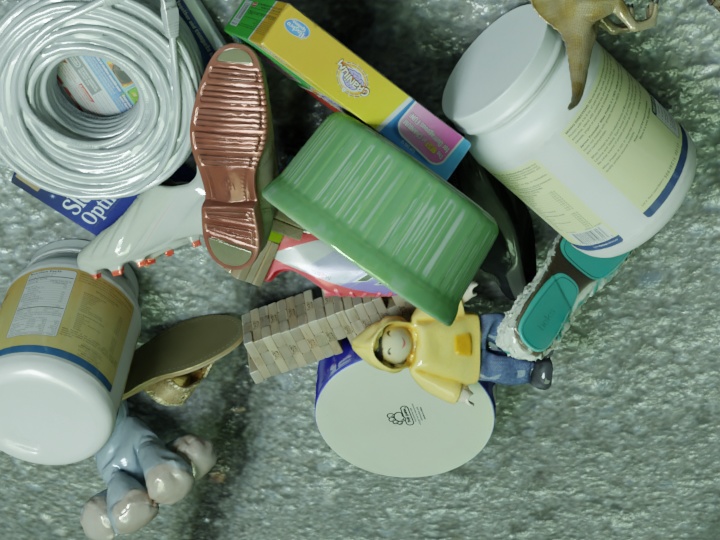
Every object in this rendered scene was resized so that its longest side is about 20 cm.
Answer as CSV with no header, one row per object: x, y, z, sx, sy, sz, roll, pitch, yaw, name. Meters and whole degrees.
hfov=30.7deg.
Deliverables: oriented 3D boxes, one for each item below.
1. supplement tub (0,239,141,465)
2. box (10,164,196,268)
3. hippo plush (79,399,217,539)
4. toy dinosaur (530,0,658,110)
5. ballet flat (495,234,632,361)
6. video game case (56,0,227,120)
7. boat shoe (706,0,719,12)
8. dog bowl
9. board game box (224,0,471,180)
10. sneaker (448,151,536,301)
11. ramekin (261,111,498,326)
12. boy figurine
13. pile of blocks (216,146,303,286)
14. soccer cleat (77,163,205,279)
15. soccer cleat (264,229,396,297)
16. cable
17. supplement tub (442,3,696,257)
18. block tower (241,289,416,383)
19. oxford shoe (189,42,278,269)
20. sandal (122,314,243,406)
-0.302,0.079,1.329,0.143,0.201,0.146,2,131,3,supplement tub
-0.255,-0.094,1.288,0.199,0.033,0.121,35,125,-22,box
-0.260,0.184,1.465,0.159,0.200,0.162,-29,100,26,hippo plush
0.187,-0.214,1.077,0.100,0.202,0.058,0,164,-14,toy dinosaur
0.194,0.008,1.269,0.072,0.200,0.072,36,156,19,ballet flat
-0.214,-0.171,1.199,0.199,0.018,0.144,-25,121,12,video game case
0.310,-0.249,1.078,0.072,0.072,0.200,-24,125,23,boat shoe
0.049,0.132,1.427,0.198,0.079,0.201,2,131,3,dog bowl
-0.014,-0.160,1.131,0.199,0.153,0.040,34,92,-22,board game box
0.102,-0.042,1.277,0.113,0.077,0.200,-9,136,27,sneaker
0.023,-0.048,1.126,0.199,0.200,0.098,34,92,-23,ramekin
0.092,0.071,1.308,0.198,0.064,0.126,7,93,-12,boy figurine
-0.080,-0.072,1.250,0.200,0.082,0.062,-44,147,19,pile of blocks
-0.201,-0.048,1.267,0.199,0.069,0.078,-18,93,32,soccer cleat
0.000,0.000,1.295,0.198,0.074,0.068,16,176,5,soccer cleat
-0.235,-0.160,1.154,0.198,0.069,0.201,-10,124,4,cable
0.182,-0.122,1.150,0.200,0.146,0.145,38,124,-25,supplement tub
-0.029,0.050,1.354,0.198,0.054,0.058,-21,126,7,block tower
-0.107,-0.106,1.168,0.070,0.074,0.202,11,113,14,oxford shoe
-0.214,0.118,1.418,0.210,0.078,0.070,-22,129,-3,sandal
